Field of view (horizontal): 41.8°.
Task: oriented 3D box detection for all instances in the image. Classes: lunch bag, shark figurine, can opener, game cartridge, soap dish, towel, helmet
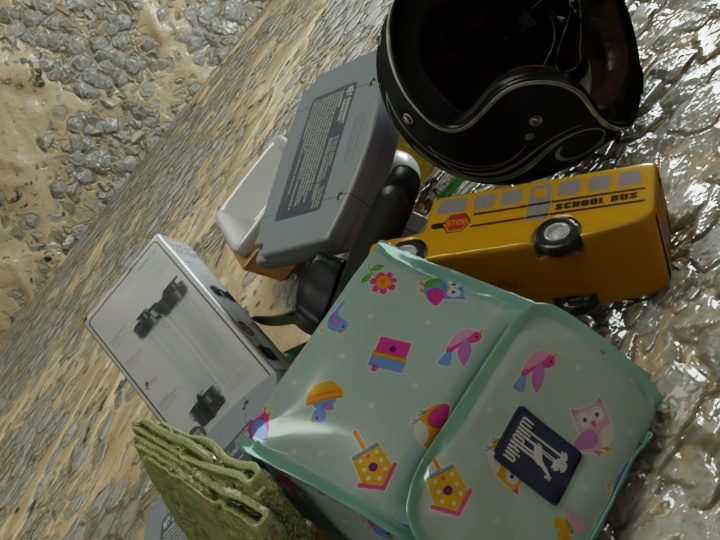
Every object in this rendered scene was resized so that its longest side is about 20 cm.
[{"bbox_3d":[0.056,0.098,0.556,0.198,0.123,0.171,23,62,28],"label":"lunch bag"},{"bbox_3d":[-0.020,-0.002,0.873,0.214,0.127,0.091,-31,58,48],"label":"shark figurine"},{"bbox_3d":[0.000,0.000,0.740,0.201,0.078,0.064,119,172,-49],"label":"can opener"},{"bbox_3d":[-0.024,-0.102,0.861,0.132,0.041,0.203,-7,58,43],"label":"game cartridge"},{"bbox_3d":[-0.099,-0.079,1.167,0.158,0.081,0.200,-51,22,2],"label":"soap dish"},{"bbox_3d":[-0.064,0.180,0.596,0.036,0.202,0.147,-40,35,-28],"label":"towel"},{"bbox_3d":[0.114,-0.164,0.776,0.189,0.200,0.202,-11,44,38],"label":"helmet"},{"bbox_3d":[-0.109,0.181,0.740,0.200,0.041,0.134,-49,24,24],"label":"game cartridge"}]

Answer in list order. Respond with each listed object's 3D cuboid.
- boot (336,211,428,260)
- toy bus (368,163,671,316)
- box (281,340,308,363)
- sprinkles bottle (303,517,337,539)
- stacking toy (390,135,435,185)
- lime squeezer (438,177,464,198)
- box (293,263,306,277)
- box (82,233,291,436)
[{"bbox_3d":[0.010,-0.013,0.953,0.199,0.073,0.097,6,73,67],"label":"boot"},{"bbox_3d":[0.107,-0.015,0.647,0.197,0.066,0.079,-8,41,25],"label":"toy bus"},{"bbox_3d":[-0.055,0.129,0.891,0.199,0.036,0.146,-25,35,45],"label":"box"},{"bbox_3d":[-0.064,0.205,0.751,0.199,0.068,0.069,-9,47,59],"label":"sprinkles bottle"},{"bbox_3d":[0.027,-0.120,0.932,0.146,0.146,0.201,-45,17,15],"label":"stacking toy"},{"bbox_3d":[0.150,-0.145,0.917,0.201,0.038,0.071,-52,-9,3],"label":"lime squeezer"},{"bbox_3d":[-0.018,-0.102,1.180,0.200,0.021,0.164,-45,23,20],"label":"box"},{"bbox_3d":[-0.151,0.077,0.868,0.117,0.200,0.060,-49,-20,9],"label":"box"}]
